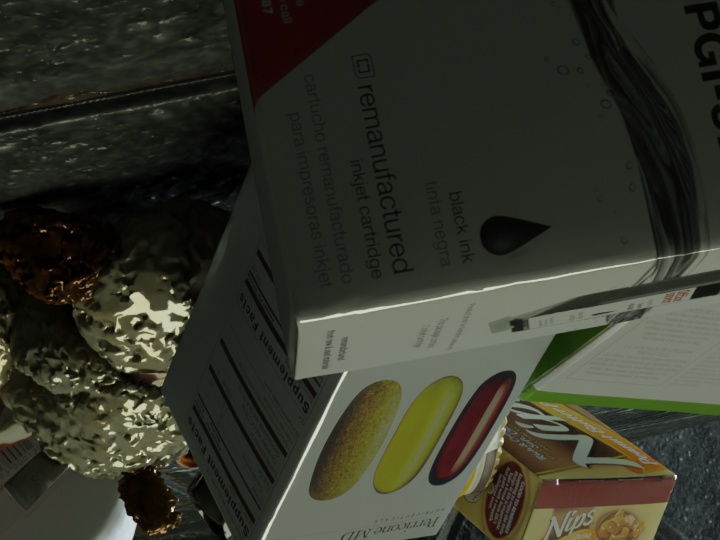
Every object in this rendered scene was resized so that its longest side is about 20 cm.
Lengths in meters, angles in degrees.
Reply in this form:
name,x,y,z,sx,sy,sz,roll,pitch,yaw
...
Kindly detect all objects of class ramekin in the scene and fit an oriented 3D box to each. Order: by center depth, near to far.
name,x,y,z,sx,sy,sz,roll,pitch,yaw
ramekin,-0.241,0.135,0.969,0.198,0.203,0.098,-7,160,-17

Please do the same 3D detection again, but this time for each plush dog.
name,x,y,z,sx,sy,sz,roll,pitch,yaw
plush dog,-0.114,0.032,0.782,0.198,0.162,0.173,-3,142,-29

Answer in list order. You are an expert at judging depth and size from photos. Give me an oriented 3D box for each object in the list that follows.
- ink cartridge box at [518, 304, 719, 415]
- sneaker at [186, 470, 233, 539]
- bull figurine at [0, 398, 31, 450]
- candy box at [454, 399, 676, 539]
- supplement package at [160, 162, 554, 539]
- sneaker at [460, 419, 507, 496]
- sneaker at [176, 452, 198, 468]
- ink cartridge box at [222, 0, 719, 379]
name,x,y,z,sx,sy,sz,roll,pitch,yaw
ink cartridge box,0.173,-0.015,0.659,0.146,0.076,0.200,7,144,-36
sneaker,-0.054,0.104,0.902,0.106,0.075,0.201,-33,151,-21
bull figurine,-0.259,0.080,0.867,0.197,0.066,0.121,7,-166,17
candy box,0.082,0.101,0.907,0.114,0.056,0.200,4,-158,-37
supplement package,0.006,0.017,0.645,0.113,0.110,0.201,-2,132,-35
sneaker,0.028,0.057,0.763,0.089,0.075,0.202,-20,131,-25
sneaker,-0.134,0.083,1.004,0.077,0.114,0.200,-3,165,-29
ink cartridge box,0.062,-0.059,0.475,0.197,0.149,0.083,-10,166,-6
